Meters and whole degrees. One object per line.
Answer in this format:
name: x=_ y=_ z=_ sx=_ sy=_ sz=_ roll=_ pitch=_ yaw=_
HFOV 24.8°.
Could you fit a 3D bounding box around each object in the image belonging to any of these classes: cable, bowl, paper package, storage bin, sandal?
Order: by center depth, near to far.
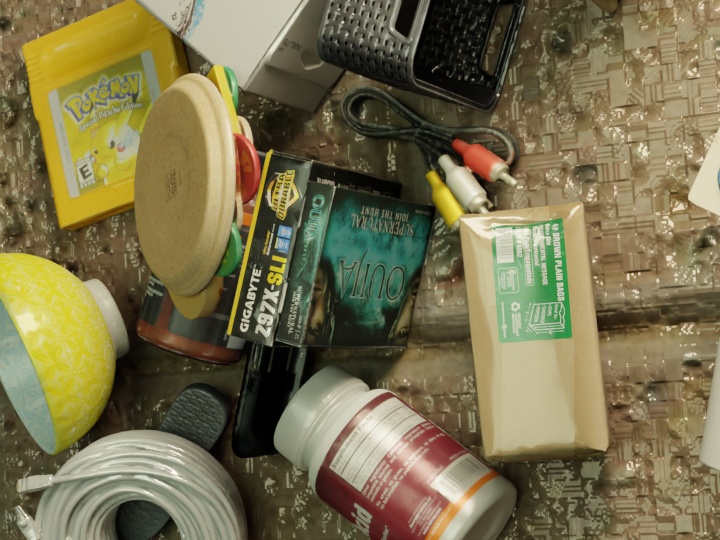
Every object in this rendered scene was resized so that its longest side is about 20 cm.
paper package: x=0.146 y=0.057 z=1.343 sx=0.103 sy=0.191 sz=0.201 roll=-6 pitch=83 yaw=7
storage bin: x=0.058 y=-0.221 z=1.400 sx=0.094 sy=0.200 sz=0.136 roll=18 pitch=95 yaw=24
cable: x=0.063 y=-0.118 z=1.474 sx=0.200 sy=0.050 sz=0.097 roll=43 pitch=106 yaw=20
cable: x=-0.204 y=0.250 z=1.541 sx=0.200 sy=0.069 sz=0.200 roll=-21 pitch=100 yaw=13
bowl: x=-0.289 y=0.064 z=1.580 sx=0.108 sy=0.200 sz=0.200 roll=-24 pitch=72 yaw=-22
sandal: x=-0.190 y=0.192 z=1.584 sx=0.076 sy=0.043 sz=0.200 roll=43 pitch=106 yaw=0

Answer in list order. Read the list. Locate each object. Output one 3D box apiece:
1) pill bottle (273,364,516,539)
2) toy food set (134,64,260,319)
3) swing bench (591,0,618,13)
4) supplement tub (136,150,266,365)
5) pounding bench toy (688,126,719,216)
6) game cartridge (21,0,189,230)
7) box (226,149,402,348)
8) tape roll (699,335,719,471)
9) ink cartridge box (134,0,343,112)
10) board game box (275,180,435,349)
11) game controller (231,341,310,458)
pill bottle: x=0.027 y=0.177 z=1.440 sx=0.200 sy=0.114 sz=0.114 roll=36 pitch=102 yaw=23
toy food set: x=-0.143 y=-0.072 z=1.421 sx=0.198 sy=0.049 sz=0.200 roll=-51 pitch=46 yaw=47
swing bench: x=0.205 y=-0.340 z=1.337 sx=0.199 sy=0.200 sz=0.130 roll=-46 pitch=70 yaw=16
supplement tub: x=-0.134 y=-0.019 z=1.532 sx=0.107 sy=0.107 sz=0.200 roll=20 pitch=95 yaw=25
pounding bench toy: x=0.380 y=-0.065 z=1.263 sx=0.200 sy=0.156 sz=0.124 roll=27 pitch=98 yaw=24
game cartridge: x=-0.246 y=-0.159 z=1.635 sx=0.176 sy=0.032 sz=0.200 roll=-19 pitch=80 yaw=23
box: x=-0.036 y=-0.014 z=1.434 sx=0.049 sy=0.200 sz=0.160 roll=15 pitch=94 yaw=24
tape roll: x=0.366 y=0.096 z=1.236 sx=0.202 sy=0.203 sz=0.140 roll=10 pitch=91 yaw=25
ink cartridge box: x=-0.101 y=-0.267 z=1.509 sx=0.200 sy=0.147 sz=0.146 roll=41 pitch=103 yaw=21
board game box: x=0.000 y=0.000 z=1.415 sx=0.028 sy=0.200 sz=0.136 roll=13 pitch=94 yaw=27
game controller: x=-0.076 y=0.073 z=1.500 sx=0.042 sy=0.104 sz=0.201 roll=12 pitch=92 yaw=28
